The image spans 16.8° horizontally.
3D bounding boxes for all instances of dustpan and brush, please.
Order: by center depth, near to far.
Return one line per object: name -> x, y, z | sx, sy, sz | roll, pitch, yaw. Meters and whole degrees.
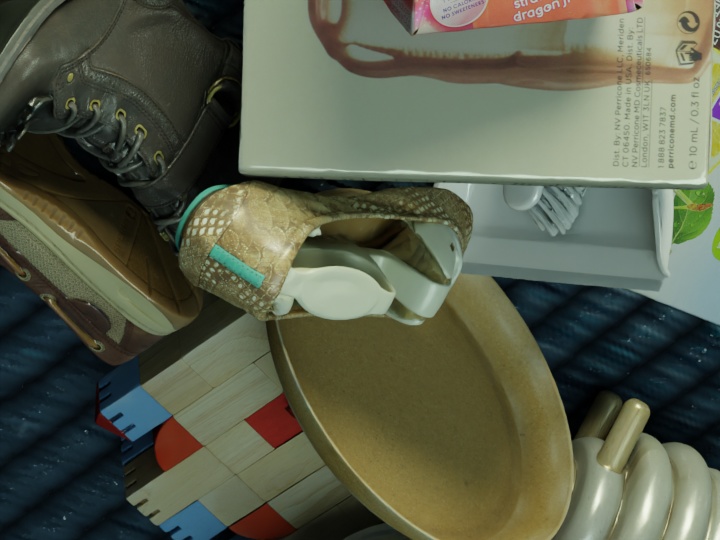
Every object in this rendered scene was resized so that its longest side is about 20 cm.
dustpan and brush -> 0.090, -0.097, 1.156 | 0.057, 0.139, 0.201 | 11, 86, -46

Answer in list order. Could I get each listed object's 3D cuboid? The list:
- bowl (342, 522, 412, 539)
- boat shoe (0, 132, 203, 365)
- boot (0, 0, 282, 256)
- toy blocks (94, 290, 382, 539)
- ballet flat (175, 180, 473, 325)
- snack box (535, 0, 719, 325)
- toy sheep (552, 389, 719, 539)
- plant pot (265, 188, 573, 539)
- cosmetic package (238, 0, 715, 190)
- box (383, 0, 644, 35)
bowl -> 0.033, 0.181, 1.204 | 0.200, 0.091, 0.201 | -3, 152, -2
boat shoe -> -0.164, -0.031, 1.116 | 0.200, 0.072, 0.072 | 41, 122, -20
boot -> -0.106, -0.059, 1.078 | 0.174, 0.069, 0.200 | 54, 52, -29
toy blocks -> -0.059, 0.082, 1.213 | 0.136, 0.100, 0.200 | -33, 124, 15
ballet flat -> 0.000, 0.000, 1.084 | 0.200, 0.065, 0.071 | -3, 126, -51
snack box -> 0.204, -0.057, 1.226 | 0.199, 0.068, 0.169 | 19, 110, -28
toy sheep -> 0.151, 0.149, 1.288 | 0.199, 0.138, 0.138 | 30, 107, -10
plant pot -> 0.024, 0.053, 1.165 | 0.200, 0.201, 0.027 | 32, 129, -30
cosmetic package -> 0.049, -0.081, 1.059 | 0.199, 0.103, 0.088 | 1, 93, 0
box -> 0.041, -0.182, 1.024 | 0.102, 0.200, 0.095 | -6, 119, -14
